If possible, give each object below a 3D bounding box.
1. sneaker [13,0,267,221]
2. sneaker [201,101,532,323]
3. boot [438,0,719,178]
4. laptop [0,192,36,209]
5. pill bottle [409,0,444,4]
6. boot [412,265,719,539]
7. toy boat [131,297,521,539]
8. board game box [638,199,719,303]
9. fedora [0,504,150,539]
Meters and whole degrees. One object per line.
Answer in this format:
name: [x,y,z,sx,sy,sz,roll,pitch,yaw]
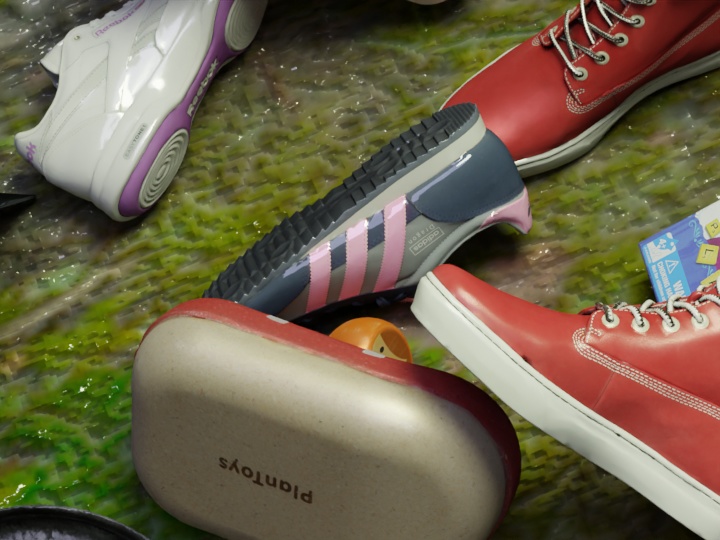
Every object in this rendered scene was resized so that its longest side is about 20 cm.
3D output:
sneaker: [-0.119,-0.129,1.441,0.100,0.075,0.200,23,71,17]
sneaker: [0.000,0.000,1.369,0.200,0.082,0.070,-34,19,12]
boot: [0.121,-0.131,1.366,0.200,0.144,0.072,-30,66,-4]
laptop: [-0.291,0.015,1.374,0.187,0.116,0.200,3,63,11]
pill bottle: [-0.028,-0.214,1.392,0.114,0.200,0.114,-23,60,47]
boot: [0.136,0.020,1.230,0.200,0.072,0.144,32,99,-11]
toy boat: [-0.011,0.072,1.320,0.200,0.131,0.131,19,40,17]
board game box: [0.253,0.032,1.277,0.199,0.041,0.200,-30,60,26]
fedora: [-0.164,0.193,1.286,0.200,0.092,0.201,-3,64,7]
